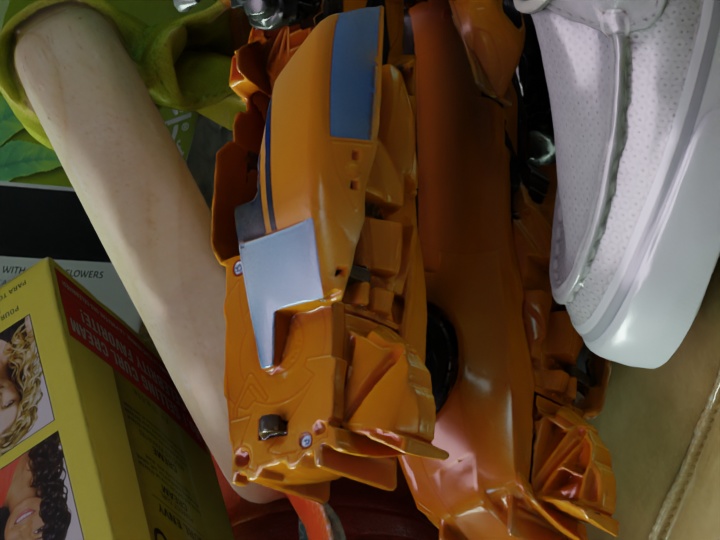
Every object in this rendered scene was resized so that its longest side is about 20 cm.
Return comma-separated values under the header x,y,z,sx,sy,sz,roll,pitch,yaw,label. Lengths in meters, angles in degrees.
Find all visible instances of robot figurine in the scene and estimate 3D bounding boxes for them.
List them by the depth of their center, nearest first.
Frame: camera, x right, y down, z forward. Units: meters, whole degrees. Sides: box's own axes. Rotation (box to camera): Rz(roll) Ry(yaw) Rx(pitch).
x,y,z,sx,sy,sz,roll,pitch,yaw,label
0.017,-0.039,0.660,0.058,0.145,0.201,-13,67,35,robot figurine

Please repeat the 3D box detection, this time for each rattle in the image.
x,y,z,sx,sy,sz,roll,pitch,yaw,label
0.000,0.000,0.709,0.131,0.142,0.200,89,156,-46,rattle

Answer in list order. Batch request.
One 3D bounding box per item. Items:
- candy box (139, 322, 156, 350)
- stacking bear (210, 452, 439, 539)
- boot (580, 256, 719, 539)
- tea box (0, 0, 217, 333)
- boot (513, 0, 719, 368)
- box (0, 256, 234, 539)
x,y,z,sx,sy,sz,roll,pitch,yaw,label
-0.060,0.101,0.913,0.200,0.055,0.116,52,139,29,candy box
-0.005,0.108,0.769,0.122,0.113,0.201,77,-169,-65,stacking bear
0.110,0.059,0.649,0.176,0.066,0.201,-115,33,-42,boot
-0.150,-0.089,0.860,0.200,0.133,0.198,32,112,45,tea box
0.043,-0.084,0.612,0.074,0.095,0.201,-156,76,-79,boot
-0.058,0.093,0.695,0.050,0.075,0.201,-33,43,13,box
